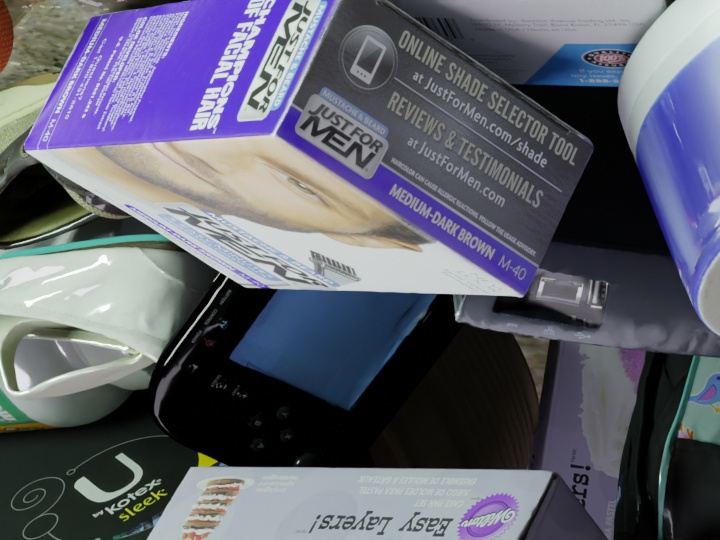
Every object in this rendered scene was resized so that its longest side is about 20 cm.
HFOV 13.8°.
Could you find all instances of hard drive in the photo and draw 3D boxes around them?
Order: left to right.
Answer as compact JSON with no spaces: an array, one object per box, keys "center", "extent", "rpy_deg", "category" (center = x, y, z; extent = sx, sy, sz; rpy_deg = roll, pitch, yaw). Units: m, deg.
[{"center":[0.130,-0.025,1.098],"extent":[0.199,0.135,0.042],"rpy_deg":[5,131,-9],"category":"hard drive"}]

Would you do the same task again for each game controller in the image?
[{"center":[0.000,0.000,1.183],"extent":[0.104,0.042,0.200],"rpy_deg":[22,113,-39],"category":"game controller"}]

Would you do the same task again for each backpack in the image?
[{"center":[0.183,0.063,1.208],"extent":[0.153,0.200,0.176],"rpy_deg":[4,144,6],"category":"backpack"}]

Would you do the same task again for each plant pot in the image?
[{"center":[0.016,0.054,1.352],"extent":[0.093,0.201,0.201],"rpy_deg":[-31,169,-17],"category":"plant pot"}]

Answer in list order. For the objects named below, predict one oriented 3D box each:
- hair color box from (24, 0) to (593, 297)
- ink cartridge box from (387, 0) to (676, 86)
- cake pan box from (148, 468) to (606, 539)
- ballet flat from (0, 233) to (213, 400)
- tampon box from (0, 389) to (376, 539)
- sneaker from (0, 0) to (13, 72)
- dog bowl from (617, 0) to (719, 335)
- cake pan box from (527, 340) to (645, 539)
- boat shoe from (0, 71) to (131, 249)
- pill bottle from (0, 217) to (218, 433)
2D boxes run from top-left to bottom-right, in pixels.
[{"center":[-0.023,-0.042,1.027],"extent":[0.109,0.065,0.200],"rpy_deg":[32,164,-26],"category":"hair color box"},{"center":[0.038,-0.127,0.926],"extent":[0.116,0.068,0.200],"rpy_deg":[2,161,16],"category":"ink cartridge box"},{"center":[0.039,0.153,1.172],"extent":[0.200,0.052,0.184],"rpy_deg":[-4,137,42],"category":"cake pan box"},{"center":[-0.157,0.021,1.238],"extent":[0.199,0.070,0.069],"rpy_deg":[-2,159,19],"category":"ballet flat"},{"center":[-0.082,0.130,1.343],"extent":[0.200,0.150,0.127],"rpy_deg":[27,144,57],"category":"tampon box"},{"center":[-0.179,-0.113,1.049],"extent":[0.077,0.073,0.200],"rpy_deg":[-15,156,26],"category":"sneaker"},{"center":[0.189,-0.052,0.965],"extent":[0.199,0.079,0.200],"rpy_deg":[-15,157,-7],"category":"dog bowl"},{"center":[0.167,0.109,1.357],"extent":[0.184,0.201,0.052],"rpy_deg":[9,180,1],"category":"cake pan box"},{"center":[-0.095,-0.051,1.196],"extent":[0.073,0.065,0.200],"rpy_deg":[17,159,-29],"category":"boat shoe"},{"center":[-0.163,0.018,1.347],"extent":[0.199,0.113,0.113],"rpy_deg":[-7,156,35],"category":"pill bottle"}]
